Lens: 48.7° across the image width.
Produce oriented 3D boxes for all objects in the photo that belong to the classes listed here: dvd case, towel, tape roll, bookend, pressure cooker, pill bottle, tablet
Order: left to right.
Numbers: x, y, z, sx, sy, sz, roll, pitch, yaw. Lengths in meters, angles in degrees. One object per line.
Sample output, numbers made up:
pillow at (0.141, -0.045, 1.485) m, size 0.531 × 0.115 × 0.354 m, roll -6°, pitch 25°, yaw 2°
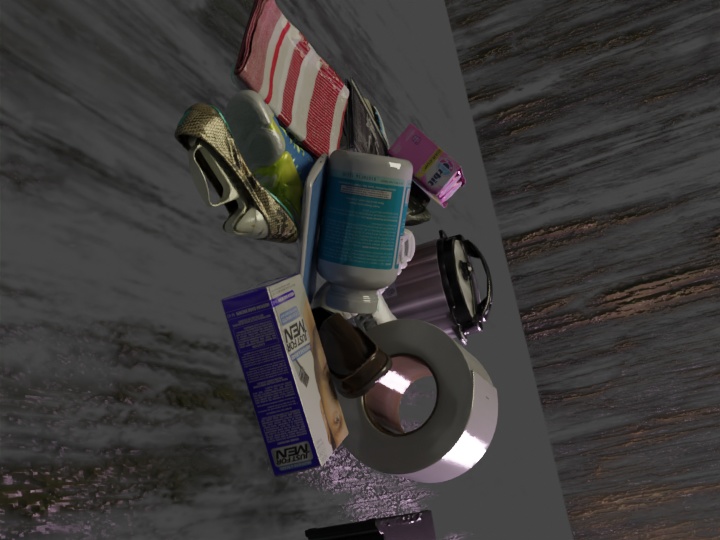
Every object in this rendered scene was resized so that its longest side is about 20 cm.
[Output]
towel at (-0.080, -0.239, 1.021) m, size 0.200 × 0.023 × 0.145 m, roll 43°, pitch 46°, yaw -43°
tablet at (-0.064, -0.036, 1.004) m, size 0.130 × 0.014 × 0.202 m, roll -72°, pitch 170°, yaw -66°
pill bottle at (0.001, -0.050, 1.030) m, size 0.111 × 0.110 × 0.202 m, roll -16°, pitch 116°, yaw -72°
dvd case at (0.013, -0.197, 1.270) m, size 0.201 × 0.016 × 0.149 m, roll -92°, pitch 157°, yaw -46°
bookend at (0.030, 0.396, 0.939) m, size 0.198 × 0.091 × 0.202 m, roll 28°, pitch 50°, yaw -64°
tape roll at (0.076, 0.181, 1.087) m, size 0.139 × 0.201 × 0.205 m, roll 40°, pitch 38°, yaw -61°
pressure cooker at (0.129, 0.038, 1.372) m, size 0.179 × 0.198 × 0.177 m, roll -59°, pitch 129°, yaw -67°

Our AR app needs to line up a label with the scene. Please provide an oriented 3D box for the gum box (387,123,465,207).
gum box at (0.121, -0.181, 1.417) m, size 0.113 × 0.066 × 0.200 m, roll 42°, pitch 5°, yaw 9°

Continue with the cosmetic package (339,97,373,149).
cosmetic package at (-0.031, -0.241, 1.332) m, size 0.200 × 0.070 × 0.106 m, roll -18°, pitch 92°, yaw -72°

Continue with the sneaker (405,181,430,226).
sneaker at (0.074, -0.098, 1.358) m, size 0.075 × 0.079 × 0.200 m, roll 45°, pitch 16°, yaw -2°

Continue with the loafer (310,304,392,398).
loafer at (-0.029, 0.095, 0.978) m, size 0.071 × 0.073 × 0.200 m, roll 52°, pitch -12°, yaw -22°

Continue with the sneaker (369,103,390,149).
sneaker at (0.030, -0.205, 1.472) m, size 0.086 × 0.074 × 0.202 m, roll -11°, pitch 94°, yaw -59°

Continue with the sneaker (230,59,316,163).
sneaker at (-0.092, -0.203, 1.063) m, size 0.141 × 0.077 × 0.200 m, roll 64°, pitch 15°, yaw 17°

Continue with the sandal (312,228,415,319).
sandal at (0.001, 0.006, 1.151) m, size 0.202 × 0.050 × 0.083 m, roll -35°, pitch 129°, yaw -31°

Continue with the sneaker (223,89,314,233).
sneaker at (-0.108, -0.141, 0.995) m, size 0.105 × 0.075 × 0.202 m, roll -63°, pitch 147°, yaw -52°

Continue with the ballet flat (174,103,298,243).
ballet flat at (-0.145, -0.089, 0.893) m, size 0.201 × 0.067 × 0.076 m, roll 58°, pitch 45°, yaw -29°

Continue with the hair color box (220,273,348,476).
hair color box at (-0.081, 0.112, 0.893) m, size 0.109 × 0.064 × 0.202 m, roll -28°, pitch 103°, yaw -73°

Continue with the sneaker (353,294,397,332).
sneaker at (0.007, 0.058, 1.216) m, size 0.080 × 0.070 × 0.202 m, roll 4°, pitch 64°, yaw -66°
